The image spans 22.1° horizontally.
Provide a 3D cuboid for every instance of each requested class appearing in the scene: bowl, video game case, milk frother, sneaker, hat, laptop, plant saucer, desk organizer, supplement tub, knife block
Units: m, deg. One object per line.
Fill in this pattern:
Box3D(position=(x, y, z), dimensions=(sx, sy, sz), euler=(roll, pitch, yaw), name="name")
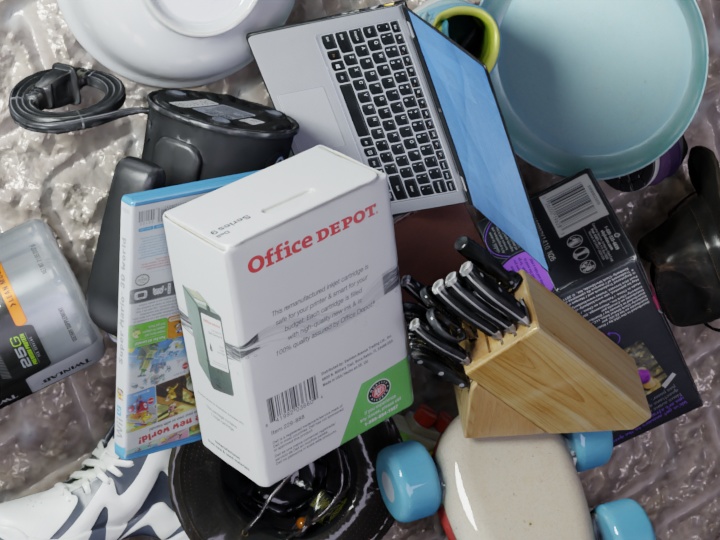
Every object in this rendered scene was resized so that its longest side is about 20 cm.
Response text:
Box3D(position=(-0.129, -0.230, 1.395), dimensions=(0.200, 0.090, 0.202), euler=(-5, 107, -17), name="bowl")
Box3D(position=(-0.113, 0.030, 1.340), dimensions=(0.143, 0.018, 0.201), euler=(-13, 118, -38), name="video game case")
Box3D(position=(-0.171, -0.047, 1.404), dimensions=(0.180, 0.200, 0.189), euler=(-3, 112, -46), name="milk frother")
Box3D(position=(0.225, -0.171, 1.550), dimensions=(0.087, 0.076, 0.201), euler=(-20, 102, -47), name="sneaker")
Box3D(position=(-0.066, 0.154, 1.488), dimensions=(0.200, 0.081, 0.201), euler=(-4, 103, -19), name="hat")
Box3D(position=(0.027, -0.089, 1.369), dimensions=(0.199, 0.116, 0.188), euler=(-9, 127, 17), name="laptop")
Box3D(position=(0.186, -0.174, 1.494), dimensions=(0.200, 0.027, 0.201), euler=(5, 104, 22), name="plant saucer")
Box3D(position=(0.000, 0.000, 1.512), dimensions=(0.200, 0.072, 0.077), euler=(-32, 115, -7), name="desk organizer")
Box3D(position=(-0.205, 0.156, 1.485), dimensions=(0.198, 0.079, 0.130), euler=(-1, 104, -18), name="sneaker")
Box3D(position=(-0.306, 0.054, 1.399), dimensions=(0.200, 0.123, 0.123), euler=(-27, 112, -10), name="supplement tub")
Box3D(position=(0.278, -0.007, 1.544), dimensions=(0.081, 0.201, 0.201), euler=(-17, 111, 4), name="hat")
Box3D(position=(0.025, -0.147, 1.442), dimensions=(0.200, 0.131, 0.080), euler=(-41, 103, -4), name="sneaker")
Box3D(position=(0.127, 0.045, 1.373), dimensions=(0.199, 0.064, 0.176), euler=(-2, 136, -8), name="knife block")

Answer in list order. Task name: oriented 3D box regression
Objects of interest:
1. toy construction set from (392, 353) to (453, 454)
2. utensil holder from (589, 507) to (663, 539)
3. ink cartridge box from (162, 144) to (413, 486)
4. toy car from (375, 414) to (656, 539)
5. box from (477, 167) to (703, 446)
Box3D(position=(0.066, 0.124, 1.556), dimensions=(0.200, 0.092, 0.131), euler=(31, 109, -18), name="toy construction set")
Box3D(position=(0.174, 0.317, 1.608), dimensions=(0.169, 0.170, 0.201), euler=(14, 98, -21), name="utensil holder")
Box3D(position=(-0.048, 0.030, 1.324), dimensions=(0.146, 0.084, 0.201), euler=(-26, 125, -30), name="ink cartridge box")
Box3D(position=(0.107, 0.216, 1.489), dimensions=(0.184, 0.200, 0.177), euler=(-13, 68, -18), name="toy car")
Box3D(position=(0.191, 0.036, 1.515), dimensions=(0.106, 0.122, 0.200), euler=(-26, 134, 6), name="box")
